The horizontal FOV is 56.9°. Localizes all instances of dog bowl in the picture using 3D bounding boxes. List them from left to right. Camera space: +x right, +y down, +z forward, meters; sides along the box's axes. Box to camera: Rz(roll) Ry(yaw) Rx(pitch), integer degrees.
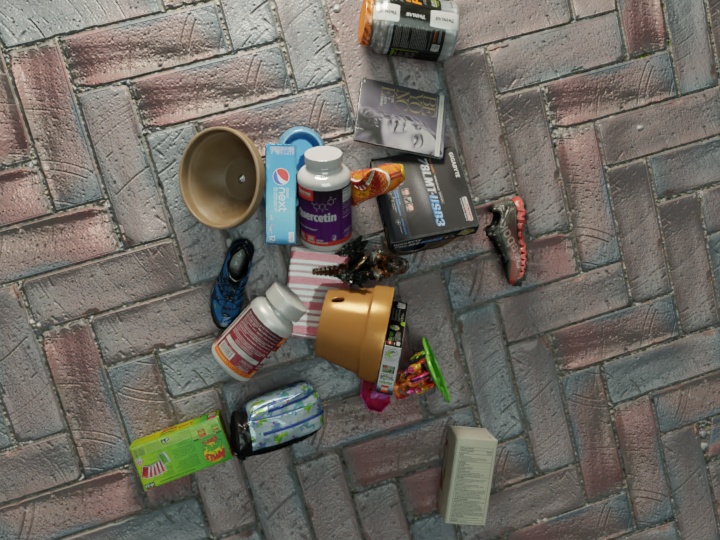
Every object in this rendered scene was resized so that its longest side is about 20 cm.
[{"bbox_3d":[-0.146,-0.212,1.418,0.111,0.050,0.202,27,92,-11],"label":"dog bowl"}]

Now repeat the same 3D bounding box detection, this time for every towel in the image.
[{"bbox_3d":[-0.094,0.050,1.467,0.144,0.030,0.203,7,92,-10],"label":"towel"}]

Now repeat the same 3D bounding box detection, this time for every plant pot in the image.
[{"bbox_3d":[-0.267,-0.188,1.362,0.198,0.093,0.204,3,97,23],"label":"plant pot"},{"bbox_3d":[-0.014,0.122,1.381,0.138,0.200,0.203,11,94,2],"label":"plant pot"}]

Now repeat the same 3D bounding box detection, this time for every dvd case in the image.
[{"bbox_3d":[0.089,-0.328,1.435,0.197,0.016,0.151,10,73,-10],"label":"dvd case"}]

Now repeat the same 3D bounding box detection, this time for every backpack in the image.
[{"bbox_3d":[-0.174,0.316,1.419,0.197,0.163,0.156,1,81,-15],"label":"backpack"}]

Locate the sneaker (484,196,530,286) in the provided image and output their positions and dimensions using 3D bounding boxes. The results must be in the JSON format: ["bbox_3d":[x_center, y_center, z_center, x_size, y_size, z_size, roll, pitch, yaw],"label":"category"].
[{"bbox_3d":[0.327,-0.063,1.497,0.097,0.071,0.203,-4,94,-9],"label":"sneaker"}]

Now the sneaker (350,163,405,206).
[{"bbox_3d":[0.020,-0.179,1.385,0.077,0.199,0.074,-21,104,-34],"label":"sneaker"}]

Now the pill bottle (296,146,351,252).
[{"bbox_3d":[-0.074,-0.147,1.371,0.111,0.113,0.202,-6,123,-8],"label":"pill bottle"}]

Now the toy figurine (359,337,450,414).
[{"bbox_3d":[0.084,0.251,1.446,0.182,0.200,0.152,-23,84,7],"label":"toy figurine"}]

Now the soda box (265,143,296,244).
[{"bbox_3d":[-0.164,-0.156,1.362,0.063,0.068,0.203,1,96,-9],"label":"soda box"}]

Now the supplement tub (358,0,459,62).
[{"bbox_3d":[0.099,-0.510,1.389,0.197,0.123,0.124,4,95,-10],"label":"supplement tub"}]

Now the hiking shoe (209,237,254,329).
[{"bbox_3d":[-0.276,0.029,1.403,0.073,0.087,0.203,12,94,-10],"label":"hiking shoe"}]

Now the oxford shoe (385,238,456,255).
[{"bbox_3d":[0.156,-0.076,1.467,0.198,0.073,0.072,-22,99,-6],"label":"oxford shoe"}]

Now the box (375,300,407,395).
[{"bbox_3d":[0.067,0.156,1.376,0.034,0.200,0.111,11,113,3],"label":"box"}]

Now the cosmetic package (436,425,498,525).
[{"bbox_3d":[0.244,0.470,1.529,0.102,0.087,0.203,8,96,-8],"label":"cosmetic package"}]

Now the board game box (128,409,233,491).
[{"bbox_3d":[-0.386,0.389,1.443,0.198,0.048,0.103,-19,99,-6],"label":"board game box"}]

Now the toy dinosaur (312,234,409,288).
[{"bbox_3d":[0.000,0.000,1.407,0.198,0.136,0.103,-26,77,7],"label":"toy dinosaur"}]

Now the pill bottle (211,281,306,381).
[{"bbox_3d":[-0.212,0.127,1.399,0.109,0.110,0.200,42,98,-10],"label":"pill bottle"}]

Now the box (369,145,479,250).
[{"bbox_3d":[0.135,-0.158,1.429,0.196,0.050,0.202,-11,71,-5],"label":"box"}]
